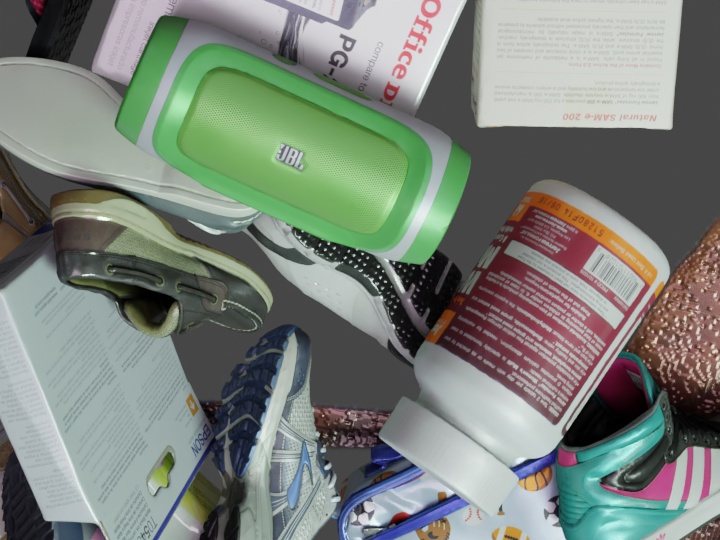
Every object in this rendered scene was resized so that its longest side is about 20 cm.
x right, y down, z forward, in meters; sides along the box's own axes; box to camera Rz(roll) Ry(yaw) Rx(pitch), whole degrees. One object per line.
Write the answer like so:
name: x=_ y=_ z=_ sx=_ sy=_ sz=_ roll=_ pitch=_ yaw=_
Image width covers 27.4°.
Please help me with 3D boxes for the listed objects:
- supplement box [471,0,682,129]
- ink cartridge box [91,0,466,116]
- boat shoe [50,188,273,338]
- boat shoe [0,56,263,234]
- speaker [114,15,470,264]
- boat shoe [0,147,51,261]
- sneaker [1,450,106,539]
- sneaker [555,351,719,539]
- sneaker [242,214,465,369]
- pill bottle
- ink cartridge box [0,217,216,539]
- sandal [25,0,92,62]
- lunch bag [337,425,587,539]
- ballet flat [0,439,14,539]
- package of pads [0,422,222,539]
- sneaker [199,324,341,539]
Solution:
supplement box: x=0.136 y=-0.193 z=0.925 sx=0.125 sy=0.074 sz=0.201 roll=2 pitch=108 yaw=-1
ink cartridge box: x=-0.047 y=-0.159 z=0.930 sx=0.199 sy=0.084 sz=0.145 roll=22 pitch=108 yaw=-7
boat shoe: x=-0.129 y=0.011 z=0.943 sx=0.071 sy=0.201 sz=0.066 roll=-2 pitch=69 yaw=30
boat shoe: x=-0.152 y=-0.071 z=0.922 sx=0.199 sy=0.062 sz=0.073 roll=19 pitch=65 yaw=-4
speaker: x=-0.039 y=-0.076 z=0.870 sx=0.199 sy=0.089 sz=0.089 roll=23 pitch=107 yaw=-8
boat shoe: x=-0.246 y=-0.028 z=0.977 sx=0.071 sy=0.076 sz=0.201 roll=-27 pitch=106 yaw=8
sneaker: x=-0.164 y=0.201 z=0.931 sx=0.070 sy=0.082 sz=0.201 roll=-33 pitch=73 yaw=46
sneaker: x=0.204 y=0.104 z=0.992 sx=0.199 sy=0.083 sz=0.121 roll=-27 pitch=110 yaw=-29
sneaker: x=0.000 y=0.000 z=1.000 sx=0.200 sy=0.080 sz=0.074 roll=45 pitch=62 yaw=-25
pill bottle: x=0.104 y=0.050 z=0.956 sx=0.109 sy=0.110 sz=0.200 roll=37 pitch=84 yaw=-11
ink cartridge box: x=-0.169 y=0.070 z=0.946 sx=0.040 sy=0.200 sz=0.201 roll=-15 pitch=106 yaw=16
sandal: x=-0.191 y=-0.190 z=0.929 sx=0.045 sy=0.075 sz=0.201 roll=26 pitch=109 yaw=1
lunch bag: x=0.083 y=0.180 z=1.049 sx=0.199 sy=0.076 sz=0.161 roll=-26 pitch=104 yaw=7
ballet flat: x=-0.253 y=0.178 z=0.981 sx=0.070 sy=0.065 sz=0.200 roll=43 pitch=105 yaw=-9
package of pads: x=-0.186 y=0.181 z=1.051 sx=0.154 sy=0.068 sz=0.200 roll=-41 pitch=104 yaw=14
sneaker: x=-0.055 y=0.139 z=1.021 sx=0.085 sy=0.077 sz=0.201 roll=16 pitch=79 yaw=-30
